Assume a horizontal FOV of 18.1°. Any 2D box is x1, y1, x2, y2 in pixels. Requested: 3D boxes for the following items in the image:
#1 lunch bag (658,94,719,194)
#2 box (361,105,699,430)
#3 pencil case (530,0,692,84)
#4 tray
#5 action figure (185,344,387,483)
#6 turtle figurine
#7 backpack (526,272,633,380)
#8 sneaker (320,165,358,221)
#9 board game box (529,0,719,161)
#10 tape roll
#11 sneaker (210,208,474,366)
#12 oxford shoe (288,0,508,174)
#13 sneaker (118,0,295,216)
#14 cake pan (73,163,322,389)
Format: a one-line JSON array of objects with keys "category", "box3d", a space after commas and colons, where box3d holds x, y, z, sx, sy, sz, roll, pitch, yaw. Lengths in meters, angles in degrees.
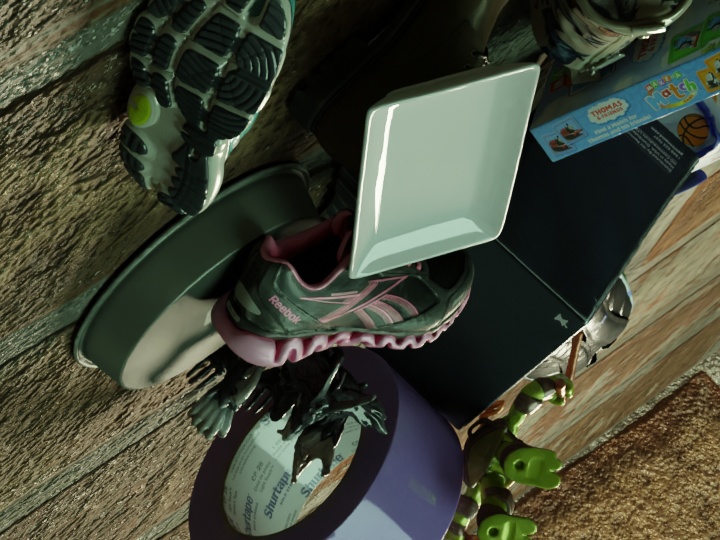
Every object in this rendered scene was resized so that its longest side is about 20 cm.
[{"category": "lunch bag", "box3d": [0.238, -0.121, 1.847, 0.199, 0.125, 0.170, -29, 177, 40]}, {"category": "box", "box3d": [0.121, -0.019, 1.694, 0.199, 0.123, 0.200, -53, -176, -38]}, {"category": "pencil case", "box3d": [0.157, -0.174, 1.418, 0.077, 0.090, 0.200, -17, 180, -4]}, {"category": "tray", "box3d": [0.044, -0.063, 1.368, 0.107, 0.022, 0.200, -17, 153, -13]}, {"category": "action figure", "box3d": [-0.054, 0.093, 1.595, 0.103, 0.118, 0.200, -58, -161, -6]}, {"category": "turtle figurine", "box3d": [0.108, 0.134, 1.674, 0.201, 0.064, 0.161, -55, -169, 7]}, {"category": "backpack", "box3d": [0.189, 0.033, 2.186, 0.163, 0.154, 0.200, -47, 146, 6]}, {"category": "sneaker", "box3d": [0.039, -0.069, 1.589, 0.115, 0.075, 0.200, -38, 177, -29]}, {"category": "board game box", "box3d": [0.217, -0.163, 1.529, 0.199, 0.037, 0.152, -23, -150, 36]}, {"category": "tape roll", "box3d": [-0.027, 0.161, 1.675, 0.200, 0.200, 0.085, -42, 124, 7]}, {"category": "sneaker", "box3d": [0.000, 0.000, 1.478, 0.199, 0.079, 0.096, -13, 136, -36]}, {"category": "oxford shoe", "box3d": [0.057, -0.135, 1.379, 0.200, 0.085, 0.073, -44, 164, 8]}, {"category": "sneaker", "box3d": [-0.076, -0.108, 1.173, 0.080, 0.077, 0.200, -55, 180, -30]}, {"category": "cake pan", "box3d": [-0.101, 0.009, 1.504, 0.200, 0.037, 0.200, -38, 167, -11]}]
